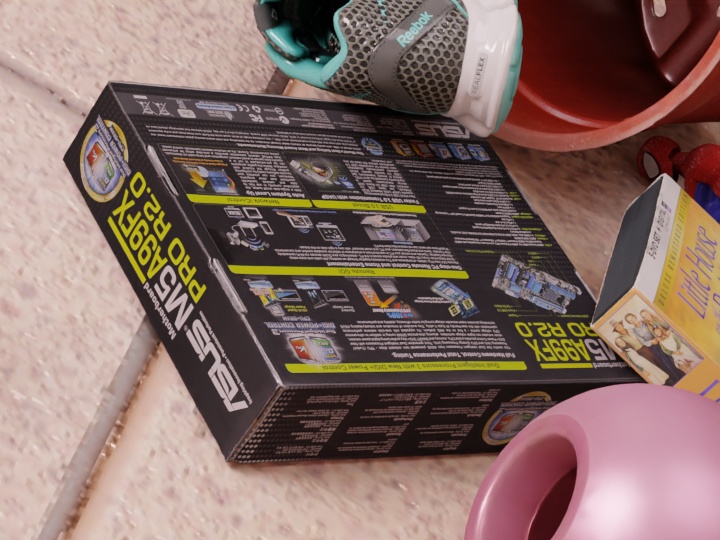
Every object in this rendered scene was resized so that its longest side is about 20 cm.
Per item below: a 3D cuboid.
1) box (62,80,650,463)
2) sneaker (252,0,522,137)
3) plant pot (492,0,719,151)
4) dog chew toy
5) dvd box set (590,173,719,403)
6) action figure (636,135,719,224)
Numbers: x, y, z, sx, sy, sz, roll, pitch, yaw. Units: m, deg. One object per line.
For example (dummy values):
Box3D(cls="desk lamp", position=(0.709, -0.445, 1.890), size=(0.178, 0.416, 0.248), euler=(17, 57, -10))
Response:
Box3D(cls="box", position=(0.000, 0.000, 0.893), size=(0.199, 0.044, 0.161), euler=(1, 46, -42))
Box3D(cls="sneaker", position=(-0.009, -0.116, 0.969), size=(0.091, 0.078, 0.200), euler=(3, 16, -26))
Box3D(cls="plant pot", position=(0.154, -0.154, 1.116), size=(0.195, 0.201, 0.201), euler=(2, 45, -53))
Box3D(cls="dog chew toy", position=(0.133, 0.124, 0.793), size=(0.199, 0.125, 0.125), euler=(30, 31, -23))
Box3D(cls="dvd box set", position=(0.186, 0.056, 0.962), size=(0.200, 0.029, 0.146), euler=(43, 23, -5))
Box3D(cls="action figure", position=(0.206, -0.006, 1.078), size=(0.200, 0.052, 0.065), euler=(45, 5, 32))
